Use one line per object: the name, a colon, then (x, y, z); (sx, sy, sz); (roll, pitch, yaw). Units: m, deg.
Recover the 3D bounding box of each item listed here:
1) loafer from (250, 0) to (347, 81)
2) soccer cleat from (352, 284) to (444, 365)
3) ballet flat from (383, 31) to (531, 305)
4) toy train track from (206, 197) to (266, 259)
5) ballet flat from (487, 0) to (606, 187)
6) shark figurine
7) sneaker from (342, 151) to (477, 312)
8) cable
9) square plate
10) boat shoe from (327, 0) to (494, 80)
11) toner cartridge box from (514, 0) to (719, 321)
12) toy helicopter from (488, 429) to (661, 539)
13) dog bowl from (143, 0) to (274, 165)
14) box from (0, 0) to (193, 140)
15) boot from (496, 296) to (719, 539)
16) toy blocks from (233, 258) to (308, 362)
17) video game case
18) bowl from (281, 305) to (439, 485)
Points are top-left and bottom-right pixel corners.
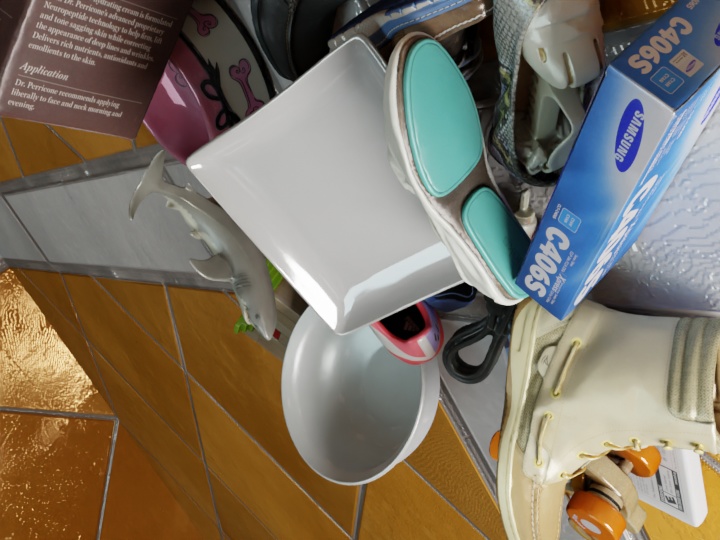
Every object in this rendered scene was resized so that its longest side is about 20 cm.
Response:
loafer: (-0.036, -0.214, 0.670); (0.072, 0.073, 0.202); (33, 151, 22)
soccer cleat: (0.000, 0.000, 0.799); (0.200, 0.066, 0.077); (49, 174, 18)
ballet flat: (0.055, -0.059, 0.598); (0.069, 0.069, 0.202); (11, 140, 52)
toy train track: (-0.123, -0.070, 1.002); (0.201, 0.112, 0.033); (73, -179, -64)
ballet flat: (0.116, -0.121, 0.539); (0.072, 0.072, 0.202); (37, 156, 25)
shark figurine: (-0.136, -0.048, 0.917); (0.215, 0.089, 0.129); (51, -161, -25)
sneaker: (0.062, -0.042, 0.736); (0.077, 0.071, 0.201); (-13, 133, 29)
cable: (0.123, 0.025, 0.736); (0.096, 0.051, 0.202); (25, 141, 16)
square plate: (-0.006, -0.055, 0.686); (0.198, 0.029, 0.199); (-26, 115, 38)
boat shoe: (0.048, -0.159, 0.615); (0.073, 0.072, 0.199); (52, 165, -16)
toner cartridge box: (0.155, -0.060, 0.533); (0.043, 0.095, 0.201); (38, 152, 18)
toy helicopter: (0.187, 0.192, 0.792); (0.131, 0.079, 0.201); (24, 156, 33)
dog bowl: (-0.176, -0.191, 0.918); (0.199, 0.074, 0.202); (38, 152, 24)
box: (-0.260, -0.246, 0.779); (0.163, 0.165, 0.202); (36, 107, 26)
boot: (0.180, 0.122, 0.645); (0.153, 0.072, 0.205); (8, 99, 30)
toy blocks: (-0.066, 0.065, 1.076); (0.136, 0.100, 0.201); (35, 152, 5)
video game case: (0.198, 0.108, 0.767); (0.181, 0.023, 0.202); (21, 142, 46)
bowl: (0.014, 0.119, 0.953); (0.199, 0.089, 0.206); (-8, 78, 42)
